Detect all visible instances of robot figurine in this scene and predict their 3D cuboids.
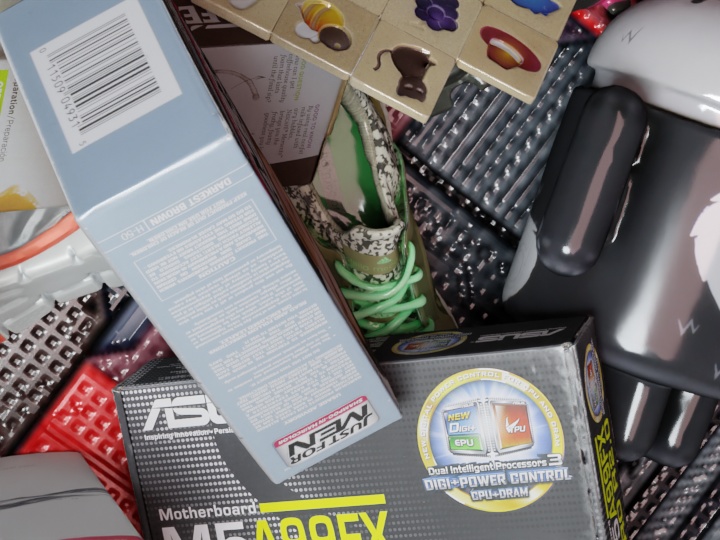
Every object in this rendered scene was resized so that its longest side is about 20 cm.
[{"bbox_3d":[0.136,-0.019,0.953,0.124,0.150,0.201,19,95,-1],"label":"robot figurine"}]

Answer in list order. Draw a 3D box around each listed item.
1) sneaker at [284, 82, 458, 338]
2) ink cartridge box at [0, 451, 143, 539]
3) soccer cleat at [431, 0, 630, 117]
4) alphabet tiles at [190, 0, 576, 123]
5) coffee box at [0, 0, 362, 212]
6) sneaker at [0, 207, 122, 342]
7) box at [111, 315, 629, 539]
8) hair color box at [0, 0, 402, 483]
[{"bbox_3d":[0.000,0.000,0.939,0.077,0.089,0.201,-21,95,-6],"label":"sneaker"},{"bbox_3d":[-0.127,0.165,0.889,0.082,0.200,0.147,-8,100,-14],"label":"ink cartridge box"},{"bbox_3d":[0.078,-0.144,0.953,0.200,0.070,0.087,-28,76,-16],"label":"soccer cleat"},{"bbox_3d":[0.015,-0.149,0.885,0.166,0.006,0.200,27,52,-3],"label":"alphabet tiles"},{"bbox_3d":[-0.117,-0.088,0.859,0.199,0.115,0.080,-6,136,-27],"label":"coffee box"},{"bbox_3d":[-0.157,-0.020,0.933,0.199,0.077,0.082,-18,70,-2],"label":"sneaker"},{"bbox_3d":[0.009,0.109,0.920,0.199,0.044,0.161,-6,104,19],"label":"box"},{"bbox_3d":[-0.055,-0.014,0.808,0.060,0.099,0.200,-28,145,1],"label":"hair color box"}]
